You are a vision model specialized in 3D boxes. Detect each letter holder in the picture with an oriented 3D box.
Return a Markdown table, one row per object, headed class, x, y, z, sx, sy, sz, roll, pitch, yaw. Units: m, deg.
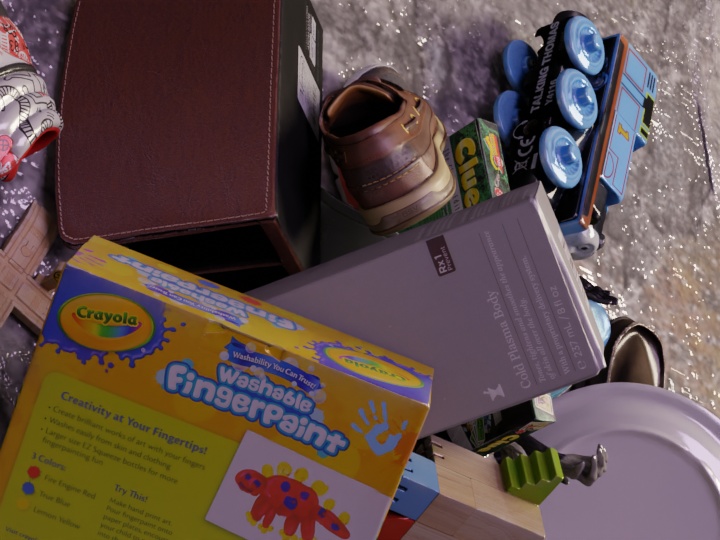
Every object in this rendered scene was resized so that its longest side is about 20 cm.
| class | x | y | z | sx | sy | sz | roll | pitch | yaw |
| --- | --- | --- | --- | --- | --- | --- | --- | --- | --- |
| letter holder | -0.103 | -0.084 | 1.225 | 0.101 | 0.141 | 0.201 | 63 | 23 | -58 |

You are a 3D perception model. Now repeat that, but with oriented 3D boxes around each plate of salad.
| class | x | y | z | sx | sy | sz | roll | pitch | yaw |
| --- | --- | --- | --- | --- | --- | --- | --- | --- | --- |
| plate of salad | 0.175 | 0.175 | 1.350 | 0.048 | 0.199 | 0.201 | 0 | 68 | -85 |

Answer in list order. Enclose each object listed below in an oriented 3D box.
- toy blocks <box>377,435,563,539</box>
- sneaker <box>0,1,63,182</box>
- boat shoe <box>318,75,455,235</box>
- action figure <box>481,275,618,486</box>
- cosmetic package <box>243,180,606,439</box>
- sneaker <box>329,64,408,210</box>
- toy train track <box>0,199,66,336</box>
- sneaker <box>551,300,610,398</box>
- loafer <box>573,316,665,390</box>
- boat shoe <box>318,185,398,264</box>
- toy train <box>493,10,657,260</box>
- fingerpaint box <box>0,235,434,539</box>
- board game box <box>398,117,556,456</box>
| class | x | y | z | sx | sy | sz | roll | pitch | yaw |
| --- | --- | --- | --- | --- | --- | --- | --- | --- | --- |
| toy blocks | 0.008 | 0.164 | 1.180 | 0.136 | 0.200 | 0.100 | 25 | 31 | -23 |
| sneaker | -0.248 | -0.084 | 1.091 | 0.201 | 0.067 | 0.108 | -27 | 85 | -50 |
| boat shoe | 0.011 | -0.088 | 1.226 | 0.068 | 0.072 | 0.200 | 60 | 4 | -21 |
| action figure | 0.092 | 0.101 | 1.264 | 0.119 | 0.102 | 0.201 | -3 | 116 | -49 |
| cosmetic package | 0.026 | 0.035 | 1.112 | 0.090 | 0.199 | 0.107 | -56 | 123 | -79 |
| sneaker | 0.032 | -0.051 | 1.346 | 0.077 | 0.082 | 0.201 | 15 | 64 | -40 |
| toy train track | -0.167 | 0.030 | 1.155 | 0.200 | 0.032 | 0.115 | 45 | 48 | -23 |
| sneaker | 0.114 | 0.055 | 1.377 | 0.200 | 0.090 | 0.079 | -14 | 83 | -46 |
| loafer | 0.197 | 0.120 | 1.445 | 0.073 | 0.071 | 0.201 | 33 | 54 | -31 |
| boat shoe | 0.000 | 0.000 | 1.238 | 0.060 | 0.076 | 0.200 | 31 | 13 | -46 |
| toy train | 0.155 | -0.098 | 1.488 | 0.114 | 0.086 | 0.201 | 40 | 49 | -33 |
| fingerpaint box | -0.082 | 0.098 | 1.057 | 0.199 | 0.167 | 0.073 | 21 | 14 | 0 |
| board game box | 0.058 | 0.018 | 1.229 | 0.023 | 0.105 | 0.201 | 13 | 58 | -40 |
